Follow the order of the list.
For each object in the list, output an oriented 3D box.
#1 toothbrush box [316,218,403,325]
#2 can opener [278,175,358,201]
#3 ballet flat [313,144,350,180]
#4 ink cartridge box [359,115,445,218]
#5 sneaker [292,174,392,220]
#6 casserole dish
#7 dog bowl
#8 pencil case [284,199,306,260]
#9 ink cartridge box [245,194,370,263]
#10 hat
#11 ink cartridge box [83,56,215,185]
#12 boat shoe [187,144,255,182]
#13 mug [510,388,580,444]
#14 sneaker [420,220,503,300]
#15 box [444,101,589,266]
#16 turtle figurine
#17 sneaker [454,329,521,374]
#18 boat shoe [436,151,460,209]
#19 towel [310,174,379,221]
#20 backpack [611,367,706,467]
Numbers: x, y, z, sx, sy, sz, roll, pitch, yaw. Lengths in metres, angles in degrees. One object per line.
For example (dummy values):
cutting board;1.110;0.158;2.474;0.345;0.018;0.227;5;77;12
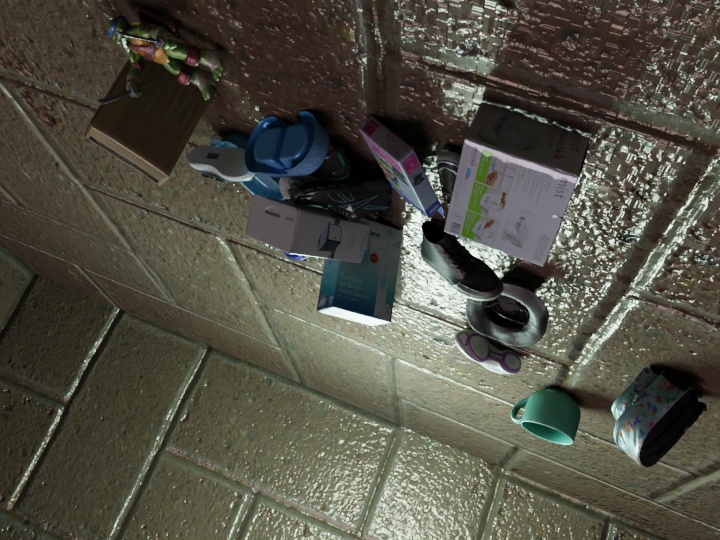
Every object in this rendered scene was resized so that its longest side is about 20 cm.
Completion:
toothbrush box;0.000;0.000;1.638;0.144;0.205;0.085;17;163;-26
can opener;-0.067;-0.170;1.541;0.195;0.067;0.054;3;125;11
ballet flat;-0.096;-0.217;1.474;0.197;0.074;0.073;13;158;45
ink cartridge box;0.076;-0.169;1.351;0.119;0.042;0.200;46;177;38
sneaker;-0.030;-0.130;1.440;0.195;0.081;0.075;-6;-162;-15
casserole dish;-0.228;-0.216;1.624;0.200;0.039;0.120;43;154;-25
dog bowl;-0.134;-0.226;1.428;0.197;0.114;0.049;2;164;46
pencil case;-0.160;-0.093;1.807;0.087;0.078;0.201;48;169;24
ink cartridge box;-0.101;-0.080;1.501;0.145;0.088;0.197;21;-169;42
hat;0.318;0.069;1.657;0.196;0.082;0.203;16;141;13
ink cartridge box;-0.383;-0.288;1.416;0.163;0.203;0.075;33;157;-22
boat shoe;-0.271;-0.210;1.568;0.197;0.069;0.057;20;159;40
mug;0.521;0.394;2.161;0.181;0.116;0.153;21;160;11
sneaker;0.197;-0.017;1.553;0.198;0.075;0.107;32;162;24
box;0.234;-0.126;1.186;0.173;0.098;0.202;19;142;11
turtle figurine;-0.334;-0.335;1.293;0.190;0.146;0.201;14;-151;-25
sneaker;0.321;0.224;2.032;0.197;0.076;0.099;30;158;-13
boat shoe;0.176;-0.129;1.352;0.067;0.058;0.201;12;156;30
towel;-0.067;-0.149;1.657;0.197;0.022;0.146;29;159;-14
backpack;0.656;0.333;1.745;0.150;0.201;0.178;33;171;42
